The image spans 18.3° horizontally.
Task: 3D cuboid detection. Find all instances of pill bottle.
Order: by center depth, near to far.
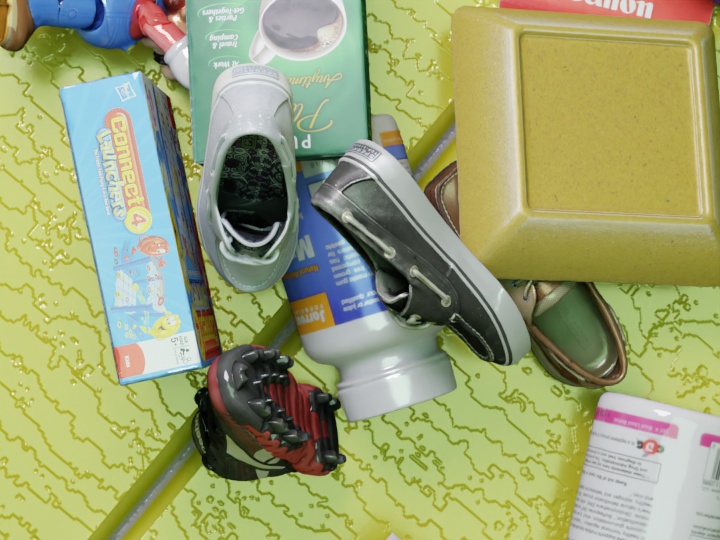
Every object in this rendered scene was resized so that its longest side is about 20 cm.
[{"bbox_3d":[0.000,0.000,1.572,0.112,0.112,0.201,-17,89,-3],"label":"pill bottle"},{"bbox_3d":[0.202,0.194,1.575,0.113,0.113,0.201,13,88,-2],"label":"pill bottle"}]

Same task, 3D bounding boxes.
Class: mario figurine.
[{"bbox_3d":[-0.166,-0.165,1.570,0.199,0.106,0.124,2,61,-24],"label":"mario figurine"}]

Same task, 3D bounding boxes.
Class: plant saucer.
[{"bbox_3d":[0.168,-0.094,1.549,0.199,0.048,0.201,2,73,-14],"label":"plant saucer"}]

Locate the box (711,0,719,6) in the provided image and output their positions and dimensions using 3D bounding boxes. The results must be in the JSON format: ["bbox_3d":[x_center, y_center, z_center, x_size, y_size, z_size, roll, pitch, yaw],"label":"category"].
[{"bbox_3d":[0.235,-0.286,1.594,0.200,0.039,0.137,36,88,18],"label":"box"}]

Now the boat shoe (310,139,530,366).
[{"bbox_3d":[0.038,0.003,1.487,0.064,0.071,0.200,-49,117,-15],"label":"boat shoe"}]

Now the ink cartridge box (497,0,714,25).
[{"bbox_3d":[0.171,-0.149,1.615,0.160,0.050,0.201,13,90,-2],"label":"ink cartridge box"}]

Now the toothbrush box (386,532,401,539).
[{"bbox_3d":[0.054,0.266,1.524,0.146,0.200,0.086,41,86,-1],"label":"toothbrush box"}]

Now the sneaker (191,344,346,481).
[{"bbox_3d":[-0.079,0.103,1.535,0.097,0.200,0.071,-9,72,12],"label":"sneaker"}]

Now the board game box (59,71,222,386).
[{"bbox_3d":[-0.146,-0.026,1.522,0.056,0.200,0.197,-12,90,1],"label":"board game box"}]

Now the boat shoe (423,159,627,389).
[{"bbox_3d":[0.126,0.004,1.573,0.076,0.074,0.200,-44,108,-5],"label":"boat shoe"}]

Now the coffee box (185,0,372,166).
[{"bbox_3d":[-0.056,-0.171,1.499,0.122,0.044,0.201,-5,88,4],"label":"coffee box"}]

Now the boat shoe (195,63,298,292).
[{"bbox_3d":[-0.075,-0.043,1.459,0.070,0.201,0.072,2,49,-1],"label":"boat shoe"}]
